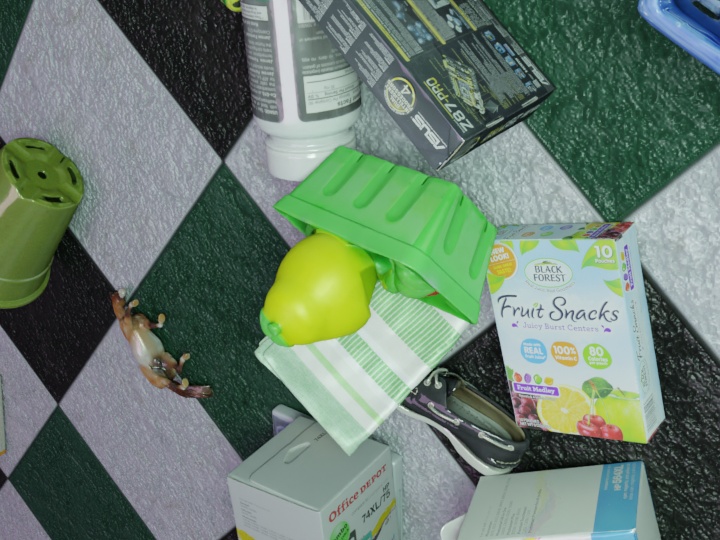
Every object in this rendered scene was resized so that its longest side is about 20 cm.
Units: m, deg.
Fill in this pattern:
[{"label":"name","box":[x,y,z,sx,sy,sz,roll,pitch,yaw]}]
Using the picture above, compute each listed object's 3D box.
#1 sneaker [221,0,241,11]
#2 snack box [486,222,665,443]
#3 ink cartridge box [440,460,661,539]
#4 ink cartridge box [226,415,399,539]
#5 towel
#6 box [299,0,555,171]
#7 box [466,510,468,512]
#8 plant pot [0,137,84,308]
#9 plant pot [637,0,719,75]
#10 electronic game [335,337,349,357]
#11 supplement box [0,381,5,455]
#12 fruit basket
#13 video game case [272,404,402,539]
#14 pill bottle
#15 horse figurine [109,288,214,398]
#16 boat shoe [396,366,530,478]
[{"label":"sneaker","box":[-0.134,-0.363,0.940,0.083,0.074,0.202,27,127,21]},{"label":"snack box","box":[0.201,0.058,0.893,0.141,0.053,0.202,0,111,39]},{"label":"ink cartridge box","box":[0.190,0.283,0.933,0.198,0.125,0.130,-10,106,24]},{"label":"ink cartridge box","box":[-0.051,0.311,1.141,0.145,0.146,0.202,12,120,35]},{"label":"towel","box":[0.006,0.068,0.991,0.153,0.200,0.023,44,176,11]},{"label":"box","box":[0.058,-0.198,0.805,0.201,0.161,0.049,51,134,5]},{"label":"box","box":[0.168,0.385,1.098,0.159,0.044,0.202,33,129,24]},{"label":"plant pot","box":[-0.487,-0.082,1.324,0.190,0.200,0.201,-41,84,31]},{"label":"plant pot","box":[0.320,-0.205,0.569,0.199,0.179,0.201,39,132,16]},{"label":"electronic game","box":[-0.050,0.103,1.096,0.200,0.041,0.201,45,149,37]},{"label":"supplement box","box":[-0.736,0.280,1.741,0.073,0.126,0.202,30,128,26]},{"label":"fruit basket","box":[0.000,0.000,0.878,0.214,0.218,0.155,5,158,38]},{"label":"video game case","box":[-0.031,0.286,1.227,0.198,0.023,0.184,17,122,33]},{"label":"pill bottle","box":[-0.057,-0.199,0.933,0.112,0.113,0.202,15,120,34]},{"label":"horse figurine","box":[-0.291,0.110,1.329,0.201,0.050,0.132,58,147,-8]},{"label":"boat shoe","box":[0.094,0.140,1.012,0.200,0.074,0.061,40,131,14]}]
